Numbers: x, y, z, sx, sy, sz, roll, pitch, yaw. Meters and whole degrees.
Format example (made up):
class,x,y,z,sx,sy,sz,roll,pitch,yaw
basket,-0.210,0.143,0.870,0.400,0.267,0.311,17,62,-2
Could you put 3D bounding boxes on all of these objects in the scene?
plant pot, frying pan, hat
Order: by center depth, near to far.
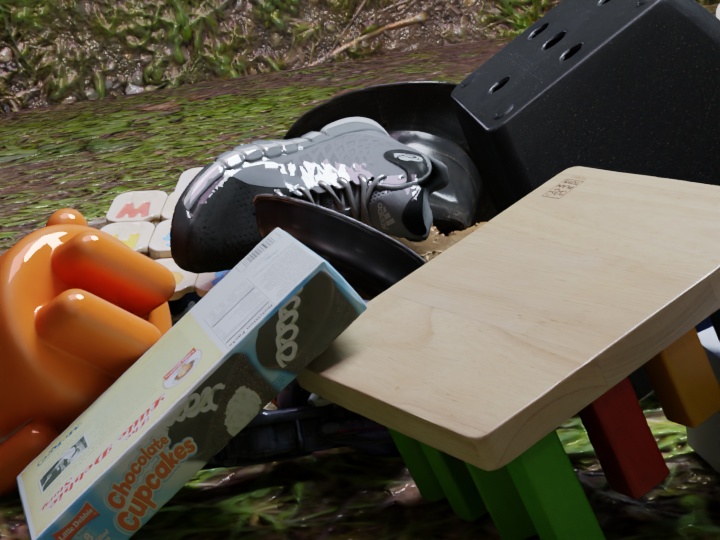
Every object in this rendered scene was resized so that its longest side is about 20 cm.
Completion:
class,x,y,z,sx,sy,sz,roll,pitch,yaw
frying pan,-0.016,-0.007,1.122,0.114,0.031,0.190,23,-11,0
plant pot,0.167,-0.073,1.126,0.199,0.178,0.200,-38,16,4
hat,0.032,-0.047,1.379,0.199,0.201,0.081,-6,34,8

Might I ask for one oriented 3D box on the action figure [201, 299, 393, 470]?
class,x,y,z,sx,sy,sz,roll,pitch,yaw
action figure,-0.030,0.056,1.060,0.199,0.105,0.193,-8,2,-16

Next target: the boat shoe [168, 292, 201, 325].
class,x,y,z,sx,sy,sz,roll,pitch,yaw
boat shoe,-0.162,0.028,1.275,0.074,0.093,0.200,-2,13,23

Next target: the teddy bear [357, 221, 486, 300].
class,x,y,z,sx,sy,sz,roll,pitch,yaw
teddy bear,0.018,0.010,1.273,0.199,0.067,0.145,-9,32,-23

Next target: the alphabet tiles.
class,x,y,z,sx,sy,sz,roll,pitch,yaw
alphabet tiles,-0.081,-0.034,1.271,0.199,0.015,0.196,-3,28,8

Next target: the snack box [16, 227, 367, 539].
class,x,y,z,sx,sy,sz,roll,pitch,yaw
snack box,-0.091,0.066,0.954,0.200,0.037,0.116,-44,17,-3

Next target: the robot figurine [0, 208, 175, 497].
class,x,y,z,sx,sy,sz,roll,pitch,yaw
robot figurine,-0.186,0.045,1.080,0.116,0.144,0.200,-15,-11,-44

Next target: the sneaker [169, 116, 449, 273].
class,x,y,z,sx,sy,sz,roll,pitch,yaw
sneaker,-0.019,-0.043,1.181,0.115,0.075,0.200,21,37,38

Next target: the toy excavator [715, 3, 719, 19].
class,x,y,z,sx,sy,sz,roll,pitch,yaw
toy excavator,0.342,-0.141,1.199,0.200,0.194,0.100,-34,-14,-51

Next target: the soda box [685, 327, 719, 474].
class,x,y,z,sx,sy,sz,roll,pitch,yaw
soda box,0.213,0.076,0.884,0.063,0.069,0.200,-8,12,-7

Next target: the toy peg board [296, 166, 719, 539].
class,x,y,z,sx,sy,sz,roll,pitch,yaw
toy peg board,0.102,0.047,0.911,0.199,0.098,0.200,-33,21,-19
